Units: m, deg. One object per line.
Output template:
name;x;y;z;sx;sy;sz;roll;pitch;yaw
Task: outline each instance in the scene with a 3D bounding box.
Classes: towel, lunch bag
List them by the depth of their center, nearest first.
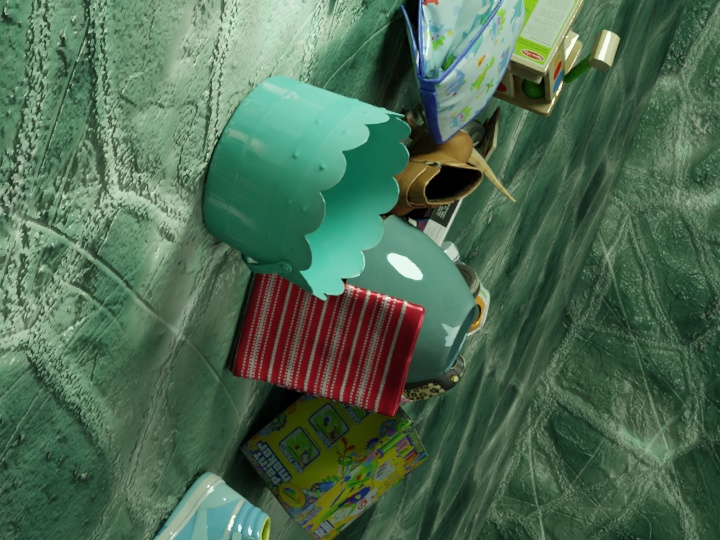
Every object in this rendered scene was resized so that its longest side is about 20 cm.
towel;-0.037;0.080;1.566;0.023;0.197;0.146;-89;-165;-68
lunch bag;0.116;-0.272;1.662;0.170;0.126;0.202;66;41;-68

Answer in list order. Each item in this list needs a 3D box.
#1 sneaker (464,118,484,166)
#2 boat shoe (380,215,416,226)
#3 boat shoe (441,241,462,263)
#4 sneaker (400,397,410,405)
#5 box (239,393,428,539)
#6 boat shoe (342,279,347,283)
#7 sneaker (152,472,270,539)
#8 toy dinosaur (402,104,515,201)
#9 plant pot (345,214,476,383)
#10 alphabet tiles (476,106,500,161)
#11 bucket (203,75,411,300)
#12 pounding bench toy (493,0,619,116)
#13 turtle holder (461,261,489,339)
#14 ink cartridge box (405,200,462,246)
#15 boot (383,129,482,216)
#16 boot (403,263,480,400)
sneaker;0.129;-0.154;1.934;0.200;0.083;0.077;-43;153;-52
boat shoe;-0.001;0.001;1.791;0.203;0.060;0.072;-58;-168;-23
boat shoe;0.062;0.050;1.863;0.199;0.092;0.071;-31;-166;-12
sneaker;0.032;0.172;2.024;0.198;0.081;0.086;-19;167;-8
box;-0.029;0.238;1.813;0.192;0.122;0.200;-39;159;-7
boat shoe;-0.040;-0.022;1.616;0.091;0.070;0.202;-55;165;-46
sneaker;-0.175;0.341;1.598;0.201;0.129;0.080;-58;163;-24
toy dinosaur;0.122;-0.171;1.853;0.060;0.198;0.108;-20;-127;52
plant pot;0.059;0.053;1.655;0.201;0.133;0.201;-60;167;-23
alphabet tiles;0.156;-0.146;2.017;0.168;0.007;0.200;-59;-174;26
bucket;-0.054;-0.085;1.381;0.208;0.134;0.208;-54;159;-31
pounding bench toy;0.263;-0.299;1.947;0.125;0.198;0.156;-61;162;-14
turtle holder;0.107;0.047;2.020;0.186;0.130;0.143;133;-31;-68
ink cartridge box;0.073;-0.061;1.885;0.096;0.037;0.200;-64;-166;-5
boot;0.099;-0.125;1.711;0.199;0.155;0.078;-25;102;-31
boot;0.093;0.085;1.817;0.199;0.074;0.151;-32;131;13
